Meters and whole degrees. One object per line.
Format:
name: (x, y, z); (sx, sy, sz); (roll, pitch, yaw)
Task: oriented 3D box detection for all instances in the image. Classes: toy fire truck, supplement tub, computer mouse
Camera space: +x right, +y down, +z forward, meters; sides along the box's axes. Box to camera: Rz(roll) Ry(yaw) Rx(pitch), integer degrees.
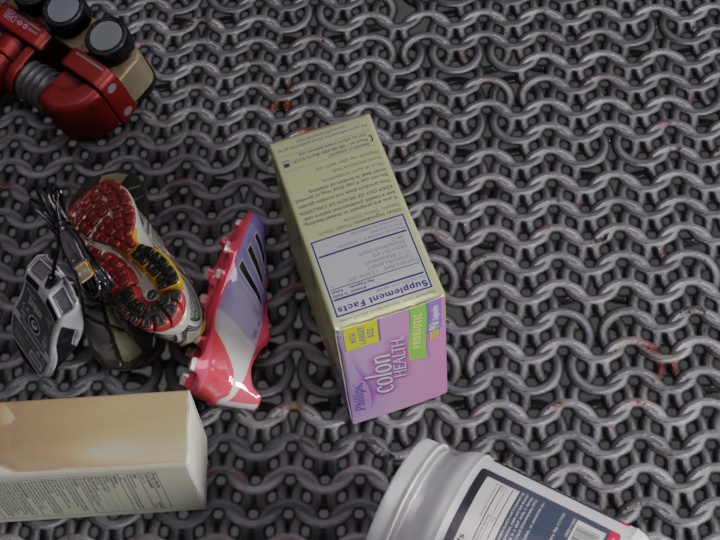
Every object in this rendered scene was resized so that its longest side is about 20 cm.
toy fire truck: (-0.340, -0.194, 1.355); (0.175, 0.129, 0.201); (34, 78, 22)
supplement tub: (0.115, 0.231, 1.038); (0.199, 0.141, 0.141); (24, 63, 18)
computer mouse: (-0.269, 0.020, 1.175); (0.044, 0.200, 0.110); (-26, 69, -37)

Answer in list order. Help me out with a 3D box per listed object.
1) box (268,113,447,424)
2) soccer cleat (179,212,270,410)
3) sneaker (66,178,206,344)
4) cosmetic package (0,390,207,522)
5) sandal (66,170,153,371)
box: (0.000, 0.000, 1.167); (0.096, 0.176, 0.201); (-17, 58, -6)
soccer cleat: (-0.111, 0.038, 1.228); (0.076, 0.067, 0.201); (24, 53, -16)
sneaker: (-0.206, -0.003, 1.193); (0.078, 0.082, 0.200); (-38, 55, 1)
cosmetic package: (-0.236, 0.161, 1.130); (0.198, 0.106, 0.072); (-3, 58, 0)
sandal: (-0.238, 0.001, 1.260); (0.079, 0.057, 0.203); (-4, 73, -5)
